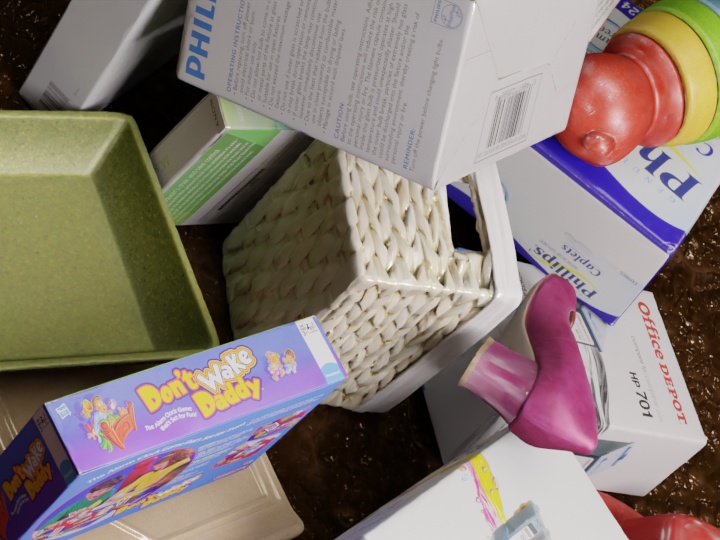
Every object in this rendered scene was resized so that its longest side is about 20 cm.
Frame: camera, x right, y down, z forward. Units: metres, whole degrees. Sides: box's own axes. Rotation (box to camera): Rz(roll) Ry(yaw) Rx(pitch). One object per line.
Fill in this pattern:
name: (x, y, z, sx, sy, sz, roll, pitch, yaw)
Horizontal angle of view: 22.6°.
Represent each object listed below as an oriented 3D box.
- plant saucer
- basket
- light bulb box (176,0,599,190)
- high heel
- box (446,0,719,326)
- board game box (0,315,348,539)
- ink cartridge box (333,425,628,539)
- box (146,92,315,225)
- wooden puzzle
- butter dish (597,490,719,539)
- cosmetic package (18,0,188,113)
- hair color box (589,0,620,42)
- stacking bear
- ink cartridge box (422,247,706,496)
plant saucer: (-0.211, -0.011, 1.144, 0.198, 0.048, 0.201, -2, 55, -35)
basket: (0.000, 0.000, 1.227, 0.122, 0.200, 0.137, 4, 61, -29)
light bulb box: (0.022, -0.162, 1.163, 0.199, 0.126, 0.198, 25, 26, 25)
high heel: (0.137, 0.063, 1.213, 0.096, 0.068, 0.200, 33, 19, 9)
box: (0.183, -0.097, 1.377, 0.183, 0.105, 0.200, 38, 50, 2)
board game box: (-0.120, 0.099, 1.064, 0.199, 0.134, 0.045, -17, 71, -42)
ink cartridge box: (0.061, 0.211, 1.180, 0.199, 0.145, 0.145, -27, 83, -45)
box: (-0.052, -0.079, 1.265, 0.199, 0.144, 0.037, -5, 68, -40)
wooden puzzle: (-0.150, 0.111, 1.156, 0.184, 0.037, 0.201, -16, 71, -42)
butter dish: (0.248, 0.261, 1.296, 0.199, 0.148, 0.201, 35, 48, -15)
cosmetic package: (-0.137, -0.195, 1.227, 0.052, 0.200, 0.151, 45, 45, 3)
hair color box: (0.098, -0.242, 1.317, 0.200, 0.064, 0.111, 42, 49, -3)
stacking bear: (0.214, -0.134, 1.284, 0.199, 0.114, 0.122, -24, 71, -32)
ink cartridge box: (0.144, 0.078, 1.355, 0.199, 0.086, 0.147, 11, 48, -32)
